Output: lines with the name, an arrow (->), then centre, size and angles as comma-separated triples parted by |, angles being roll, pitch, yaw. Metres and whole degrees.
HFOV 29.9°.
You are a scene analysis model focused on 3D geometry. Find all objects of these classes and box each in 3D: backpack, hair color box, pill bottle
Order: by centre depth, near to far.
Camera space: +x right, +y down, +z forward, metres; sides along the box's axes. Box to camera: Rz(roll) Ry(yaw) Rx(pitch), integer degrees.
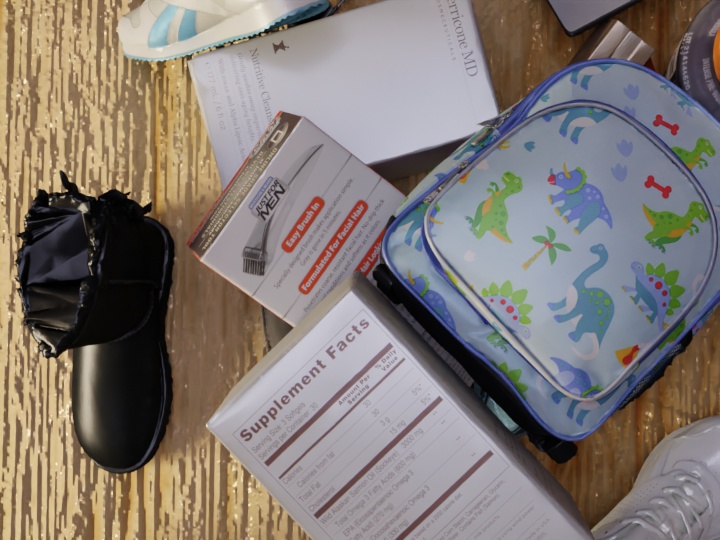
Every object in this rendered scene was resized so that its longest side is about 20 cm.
backpack -> 0.131, -0.020, 0.790 | 0.200, 0.147, 0.183 | -44, 87, -8
pill bottle -> 0.246, -0.117, 0.850 | 0.105, 0.200, 0.107 | 0, 86, 6
hair color box -> 0.000, 0.000, 0.880 | 0.199, 0.064, 0.111 | 37, 88, -21

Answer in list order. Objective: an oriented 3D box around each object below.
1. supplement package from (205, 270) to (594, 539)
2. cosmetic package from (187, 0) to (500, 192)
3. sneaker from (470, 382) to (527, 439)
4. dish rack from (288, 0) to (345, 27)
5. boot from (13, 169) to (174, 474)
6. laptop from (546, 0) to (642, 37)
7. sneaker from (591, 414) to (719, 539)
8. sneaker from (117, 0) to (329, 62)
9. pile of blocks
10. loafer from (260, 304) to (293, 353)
supplement package -> 0.024, 0.113, 0.790 | 0.117, 0.117, 0.200 | -43, 92, 5
cosmetic package -> -0.006, -0.116, 0.941 | 0.198, 0.081, 0.114 | -17, 83, 6
sneaker -> 0.130, 0.029, 0.906 | 0.079, 0.096, 0.201 | 34, 90, 7
dish rack -> -0.023, -0.284, 0.968 | 0.153, 0.055, 0.200 | 43, 93, 7
boot -> -0.178, 0.041, 0.910 | 0.073, 0.162, 0.200 | 6, 87, 9
laptop -> 0.173, -0.301, 0.910 | 0.186, 0.116, 0.201 | -27, 63, 5
sneaker -> 0.196, 0.176, 0.886 | 0.078, 0.099, 0.200 | 43, 92, 8
sneaker -> -0.102, -0.193, 0.921 | 0.199, 0.076, 0.082 | -7, 105, 47
pile of blocks -> 0.144, -0.081, 0.922 | 0.062, 0.082, 0.201 | 36, 76, -7
loafer -> -0.031, 0.058, 0.936 | 0.072, 0.072, 0.202 | -18, 83, 8
